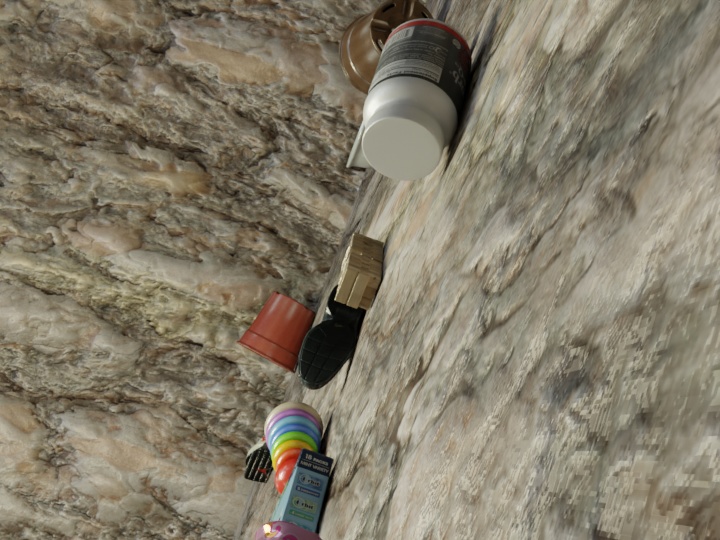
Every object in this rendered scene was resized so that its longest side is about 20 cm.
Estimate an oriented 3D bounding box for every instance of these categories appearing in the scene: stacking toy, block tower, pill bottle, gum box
[{"bbox_3d":[-0.089,0.254,1.406,0.200,0.085,0.085,-106,36,-73],"label":"stacking toy"},{"bbox_3d":[0.000,0.000,1.570,0.200,0.054,0.058,-79,11,-71],"label":"block tower"},{"bbox_3d":[0.067,-0.208,1.260,0.116,0.116,0.200,115,174,-47],"label":"pill bottle"},{"bbox_3d":[-0.092,0.335,1.195,0.200,0.045,0.170,-76,7,-51],"label":"gum box"}]

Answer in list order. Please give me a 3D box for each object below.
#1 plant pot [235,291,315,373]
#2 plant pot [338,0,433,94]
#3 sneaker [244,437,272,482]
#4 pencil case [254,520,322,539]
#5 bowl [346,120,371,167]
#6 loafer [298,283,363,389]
[{"bbox_3d":[-0.245,0.181,3.154,0.195,0.201,0.201,-62,3,-7],"label":"plant pot"},{"bbox_3d":[0.068,-0.500,2.282,0.198,0.200,0.200,166,124,-77],"label":"plant pot"},{"bbox_3d":[-0.230,0.425,2.439,0.200,0.070,0.093,111,171,-55],"label":"sneaker"},{"bbox_3d":[-0.086,0.300,0.822,0.200,0.087,0.087,-62,-2,-39],"label":"pencil case"},{"bbox_3d":[0.046,-0.298,2.198,0.201,0.090,0.201,-160,90,-87],"label":"bowl"},{"bbox_3d":[-0.041,0.109,1.539,0.200,0.073,0.072,-60,-13,-45],"label":"loafer"}]
